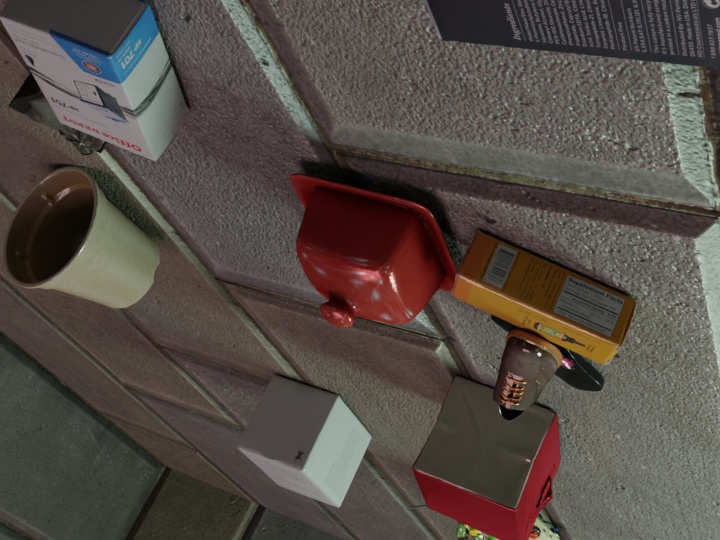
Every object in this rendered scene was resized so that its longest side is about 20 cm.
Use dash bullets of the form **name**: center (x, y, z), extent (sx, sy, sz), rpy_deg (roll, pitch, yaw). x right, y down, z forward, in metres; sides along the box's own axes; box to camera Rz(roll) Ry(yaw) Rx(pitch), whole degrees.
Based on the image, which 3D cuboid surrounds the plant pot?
- **plant pot**: center (-0.426, -0.033, 1.650), extent (0.199, 0.202, 0.183), rpy_deg (10, 163, 37)

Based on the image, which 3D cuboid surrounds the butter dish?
- **butter dish**: center (0.000, 0.000, 1.248), extent (0.198, 0.149, 0.200), rpy_deg (15, 154, 27)

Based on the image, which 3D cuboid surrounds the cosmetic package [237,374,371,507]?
- **cosmetic package**: center (-0.108, 0.343, 2.087), extent (0.166, 0.167, 0.200), rpy_deg (14, 155, 30)

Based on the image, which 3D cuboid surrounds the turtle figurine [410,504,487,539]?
- **turtle figurine**: center (0.214, 0.546, 2.192), extent (0.193, 0.200, 0.144), rpy_deg (34, -168, -25)

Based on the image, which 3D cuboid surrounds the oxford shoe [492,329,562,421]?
- **oxford shoe**: center (0.199, 0.132, 1.272), extent (0.071, 0.073, 0.200), rpy_deg (22, 159, 17)

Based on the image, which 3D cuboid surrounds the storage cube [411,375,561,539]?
- **storage cube**: center (0.203, 0.298, 1.625), extent (0.199, 0.172, 0.180), rpy_deg (19, 155, 23)

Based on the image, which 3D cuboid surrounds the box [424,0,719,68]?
- **box**: center (0.146, -0.216, 0.612), extent (0.199, 0.149, 0.107), rpy_deg (13, 153, 32)

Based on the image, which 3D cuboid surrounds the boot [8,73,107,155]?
- **boot**: center (-0.373, -0.209, 1.355), extent (0.130, 0.068, 0.200), rpy_deg (35, 165, -23)

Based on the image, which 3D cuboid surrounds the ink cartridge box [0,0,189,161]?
- **ink cartridge box**: center (-0.293, -0.230, 1.176), extent (0.145, 0.086, 0.200), rpy_deg (22, 156, 15)

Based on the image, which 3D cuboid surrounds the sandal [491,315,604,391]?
- **sandal**: center (0.242, 0.112, 1.343), extent (0.200, 0.045, 0.075), rpy_deg (40, 155, -26)

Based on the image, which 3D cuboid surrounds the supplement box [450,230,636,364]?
- **supplement box**: center (0.206, 0.032, 1.186), extent (0.199, 0.069, 0.067), rpy_deg (26, 159, 9)

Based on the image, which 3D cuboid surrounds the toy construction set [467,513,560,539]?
- **toy construction set**: center (0.322, 0.530, 2.090), extent (0.131, 0.093, 0.200), rpy_deg (-27, 133, 35)
